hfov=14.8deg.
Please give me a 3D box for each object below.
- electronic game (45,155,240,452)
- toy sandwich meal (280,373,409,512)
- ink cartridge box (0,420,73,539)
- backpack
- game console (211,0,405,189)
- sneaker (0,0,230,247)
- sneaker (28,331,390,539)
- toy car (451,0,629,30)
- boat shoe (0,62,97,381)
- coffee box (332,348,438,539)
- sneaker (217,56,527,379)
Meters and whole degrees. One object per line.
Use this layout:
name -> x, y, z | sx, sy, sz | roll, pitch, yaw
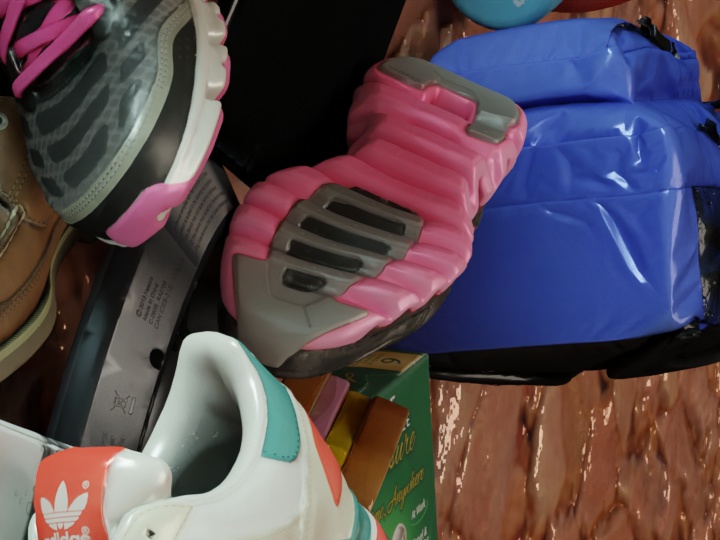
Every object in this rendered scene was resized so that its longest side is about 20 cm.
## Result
electronic game -> -0.081, 0.052, 0.957 | 0.200, 0.042, 0.200 | 16, 90, -85
toy sandwich meal -> -0.037, 0.128, 1.019 | 0.205, 0.070, 0.205 | 15, 90, -85
ink cartridge box -> -0.153, 0.071, 0.718 | 0.200, 0.145, 0.083 | 33, 65, -63
backpack -> 0.114, -0.029, 1.295 | 0.200, 0.162, 0.168 | 8, 83, -65
game console -> -0.044, -0.131, 1.003 | 0.176, 0.116, 0.200 | 53, 3, 14
sneaker -> -0.100, -0.094, 0.830 | 0.087, 0.074, 0.200 | 18, 45, -40
sneaker -> -0.067, 0.096, 0.675 | 0.200, 0.070, 0.093 | -51, 127, -40
toy car -> 0.159, -0.209, 1.320 | 0.184, 0.200, 0.177 | -42, 131, -58
boat shoe -> -0.125, -0.023, 0.872 | 0.200, 0.072, 0.068 | -67, 152, -60
coffee box -> -0.005, 0.144, 1.194 | 0.123, 0.044, 0.200 | -37, 127, -61
sneaker -> 0.000, 0.000, 0.999 | 0.200, 0.079, 0.095 | -47, 163, -57
